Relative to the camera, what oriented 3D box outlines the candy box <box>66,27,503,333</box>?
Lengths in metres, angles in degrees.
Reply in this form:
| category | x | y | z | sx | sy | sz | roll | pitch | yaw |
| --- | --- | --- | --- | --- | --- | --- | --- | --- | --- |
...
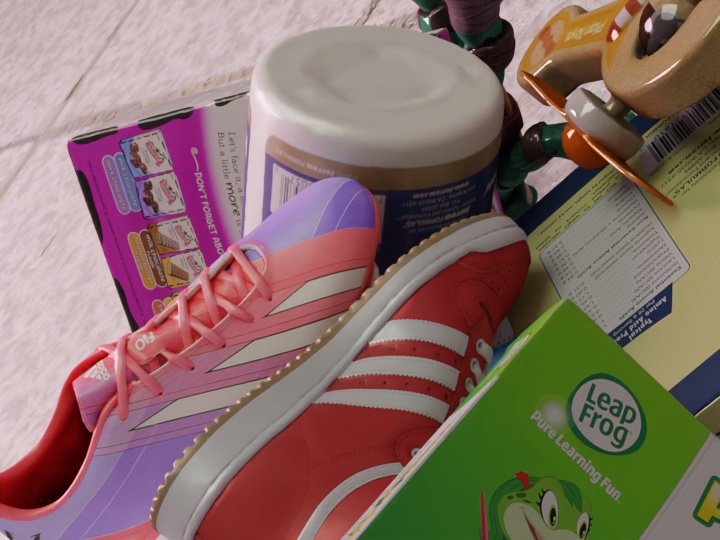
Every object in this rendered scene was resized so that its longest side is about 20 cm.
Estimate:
| category | x | y | z | sx | sy | sz | roll | pitch | yaw |
| --- | --- | --- | --- | --- | --- | --- | --- | --- | --- |
| candy box | -0.034 | -0.031 | 0.972 | 0.200 | 0.137 | 0.061 | -11 | 14 | 25 |

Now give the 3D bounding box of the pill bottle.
| category | x | y | z | sx | sy | sz | roll | pitch | yaw |
| --- | --- | --- | --- | --- | --- | --- | --- | --- | --- |
| pill bottle | 0.000 | 0.000 | 0.866 | 0.111 | 0.111 | 0.200 | -93 | 8 | -57 |

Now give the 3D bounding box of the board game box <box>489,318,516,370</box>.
| category | x | y | z | sx | sy | sz | roll | pitch | yaw |
| --- | --- | --- | --- | --- | --- | --- | --- | --- | --- |
| board game box | 0.052 | 0.082 | 0.950 | 0.200 | 0.047 | 0.151 | -22 | 35 | 41 |

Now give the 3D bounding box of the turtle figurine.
| category | x | y | z | sx | sy | sz | roll | pitch | yaw |
| --- | --- | --- | --- | --- | --- | --- | --- | --- | --- |
| turtle figurine | 0.075 | -0.086 | 1.019 | 0.101 | 0.200 | 0.150 | -40 | 41 | -23 |

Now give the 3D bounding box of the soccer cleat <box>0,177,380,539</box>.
| category | x | y | z | sx | sy | sz | roll | pitch | yaw |
| --- | --- | --- | --- | --- | --- | --- | --- | --- | --- |
| soccer cleat | -0.070 | 0.039 | 0.761 | 0.200 | 0.076 | 0.067 | -50 | 39 | 7 |

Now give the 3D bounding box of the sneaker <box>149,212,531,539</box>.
| category | x | y | z | sx | sy | sz | roll | pitch | yaw |
| --- | --- | --- | --- | --- | --- | --- | --- | --- | --- |
| sneaker | 0.028 | 0.064 | 0.715 | 0.200 | 0.112 | 0.071 | -41 | -23 | -33 |

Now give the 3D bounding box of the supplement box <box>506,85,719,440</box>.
| category | x | y | z | sx | sy | sz | roll | pitch | yaw |
| --- | --- | --- | --- | --- | --- | --- | --- | --- | --- |
| supplement box | 0.179 | 0.015 | 0.752 | 0.200 | 0.134 | 0.200 | -42 | 25 | 12 |

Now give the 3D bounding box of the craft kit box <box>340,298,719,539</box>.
| category | x | y | z | sx | sy | sz | roll | pitch | yaw |
| --- | --- | --- | --- | --- | --- | --- | --- | --- | --- |
| craft kit box | 0.074 | 0.142 | 0.583 | 0.198 | 0.200 | 0.049 | -46 | -3 | -35 |

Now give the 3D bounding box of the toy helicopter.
| category | x | y | z | sx | sy | sz | roll | pitch | yaw |
| --- | --- | --- | --- | --- | --- | --- | --- | --- | --- |
| toy helicopter | 0.113 | -0.090 | 0.795 | 0.132 | 0.079 | 0.200 | -61 | 15 | -10 |

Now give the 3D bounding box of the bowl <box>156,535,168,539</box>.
| category | x | y | z | sx | sy | sz | roll | pitch | yaw |
| --- | --- | --- | --- | --- | --- | --- | --- | --- | --- |
| bowl | -0.079 | 0.188 | 0.761 | 0.201 | 0.090 | 0.201 | -42 | 17 | 16 |
